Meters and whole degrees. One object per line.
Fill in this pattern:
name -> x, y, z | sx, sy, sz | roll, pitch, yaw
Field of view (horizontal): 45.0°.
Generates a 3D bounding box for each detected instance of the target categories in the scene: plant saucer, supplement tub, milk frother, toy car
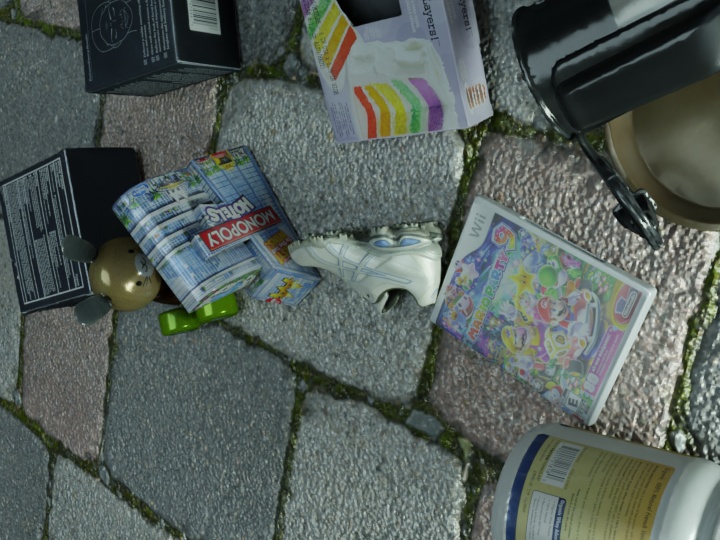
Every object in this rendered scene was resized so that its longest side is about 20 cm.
plant saucer -> 0.294, -0.133, 0.700 | 0.198, 0.029, 0.203 | 5, 97, 40
supplement tub -> 0.225, 0.216, 0.721 | 0.198, 0.144, 0.146 | 8, 100, 40
milk frother -> 0.242, -0.141, 0.655 | 0.187, 0.200, 0.182 | -23, 40, 35
toy car -> -0.277, -0.001, 1.093 | 0.157, 0.199, 0.166 | -20, 82, 40

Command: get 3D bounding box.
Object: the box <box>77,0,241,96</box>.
box -> -0.260, -0.313, 1.105 | 0.198, 0.106, 0.150 | -3, 93, 40

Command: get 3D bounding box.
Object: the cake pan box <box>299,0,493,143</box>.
cake pan box -> 0.029, -0.235, 0.865 | 0.183, 0.052, 0.202 | 2, 113, 41

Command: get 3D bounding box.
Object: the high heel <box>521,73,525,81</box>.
high heel -> 0.170, -0.243, 0.719 | 0.072, 0.142, 0.201 | 52, 124, 23

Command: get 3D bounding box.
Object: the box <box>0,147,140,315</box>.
box -> -0.405, -0.055, 1.248 | 0.197, 0.123, 0.203 | -12, 89, 42

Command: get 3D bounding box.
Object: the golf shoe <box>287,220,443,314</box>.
golf shoe -> 0.000, 0.000, 0.939 | 0.198, 0.078, 0.099 | 0, 98, 42

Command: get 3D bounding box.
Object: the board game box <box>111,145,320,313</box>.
board game box -> -0.149, -0.036, 1.012 | 0.200, 0.200, 0.062 | 51, 125, 7

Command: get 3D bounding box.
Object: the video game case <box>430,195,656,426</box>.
video game case -> 0.166, 0.034, 0.835 | 0.199, 0.018, 0.145 | 34, 116, 34
